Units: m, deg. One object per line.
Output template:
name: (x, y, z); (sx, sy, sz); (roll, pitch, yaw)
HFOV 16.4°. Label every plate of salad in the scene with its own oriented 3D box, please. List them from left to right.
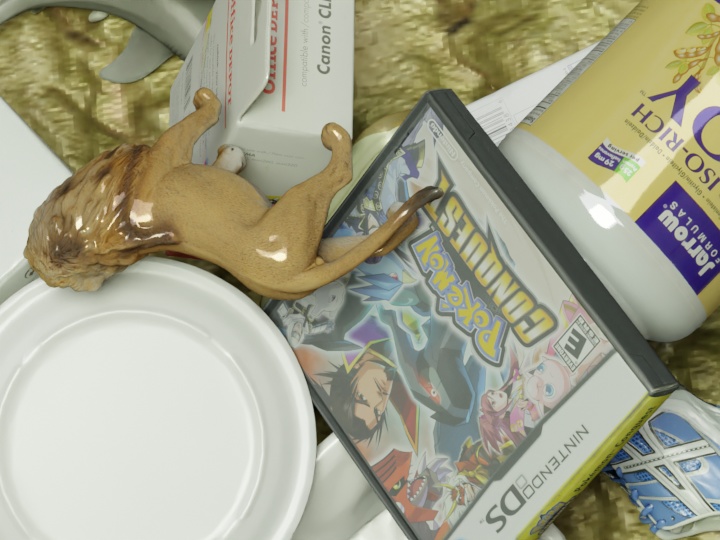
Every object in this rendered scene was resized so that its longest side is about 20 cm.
plate of salad: (-0.123, 0.092, 1.326); (0.199, 0.048, 0.201); (0, 88, -9)

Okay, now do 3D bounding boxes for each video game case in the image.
video game case: (0.048, 0.041, 1.278); (0.200, 0.025, 0.181); (54, 128, 22)

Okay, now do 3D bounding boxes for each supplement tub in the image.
supplement tub: (0.161, -0.054, 1.325); (0.200, 0.145, 0.145); (-45, 73, -4)

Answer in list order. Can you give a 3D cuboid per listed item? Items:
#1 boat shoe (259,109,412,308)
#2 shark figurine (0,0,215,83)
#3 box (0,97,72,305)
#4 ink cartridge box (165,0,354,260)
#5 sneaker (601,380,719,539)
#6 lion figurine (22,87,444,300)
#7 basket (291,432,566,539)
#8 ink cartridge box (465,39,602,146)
boat shoe: (0.001, 0.000, 1.401); (0.072, 0.201, 0.066); (-7, 50, -35)
shark figurine: (-0.161, -0.167, 1.518); (0.214, 0.090, 0.129); (4, 76, 9)
box: (-0.213, -0.030, 1.425); (0.106, 0.200, 0.152); (-43, 73, -4)
ink cartridge box: (-0.052, -0.097, 1.387); (0.067, 0.200, 0.117); (8, 62, -16)
sneaker: (0.166, 0.104, 1.397); (0.200, 0.076, 0.077); (20, 76, 15)
lion figurine: (-0.068, -0.025, 1.256); (0.200, 0.073, 0.123); (12, 46, 35)
basket: (0.006, 0.176, 1.383); (0.200, 0.123, 0.136); (-40, 73, -2)
ink cartridge box: (0.099, -0.035, 1.443); (0.200, 0.076, 0.137); (-25, 74, 1)
